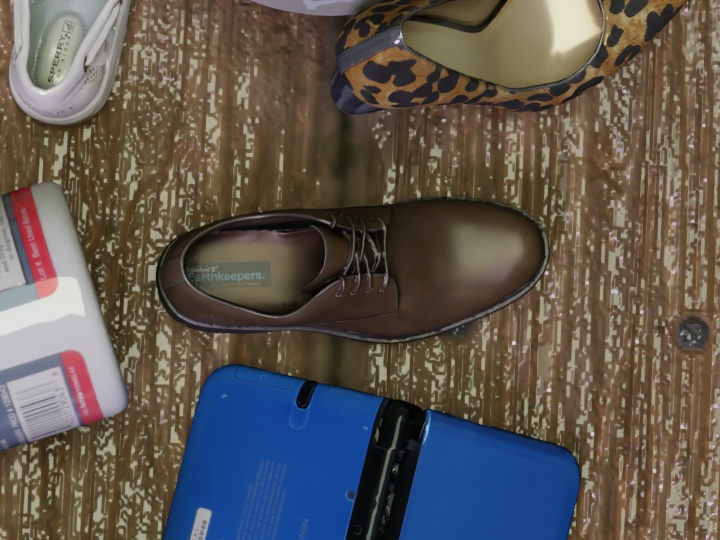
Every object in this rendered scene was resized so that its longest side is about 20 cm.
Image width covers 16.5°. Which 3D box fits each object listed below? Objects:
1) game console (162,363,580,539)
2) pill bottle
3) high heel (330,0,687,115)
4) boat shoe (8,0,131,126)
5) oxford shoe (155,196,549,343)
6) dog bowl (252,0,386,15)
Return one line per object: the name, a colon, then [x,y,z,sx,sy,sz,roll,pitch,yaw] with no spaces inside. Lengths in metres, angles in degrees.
game console: [-0.004,0.165,1.259,0.170,0.118,0.200,11,83,27]
pill bottle: [-0.223,0.041,1.199,0.200,0.120,0.120,-17,87,-6]
high heel: [0.083,-0.120,1.226,0.200,0.143,0.072,-17,87,-6]
boat shoe: [-0.136,-0.174,1.247,0.071,0.069,0.200,7,84,-1]
oxford shoe: [0.000,0.000,1.240,0.200,0.084,0.073,-8,84,-7]
dog bowl: [-0.022,-0.212,1.231,0.200,0.059,0.200,6,59,-10]
